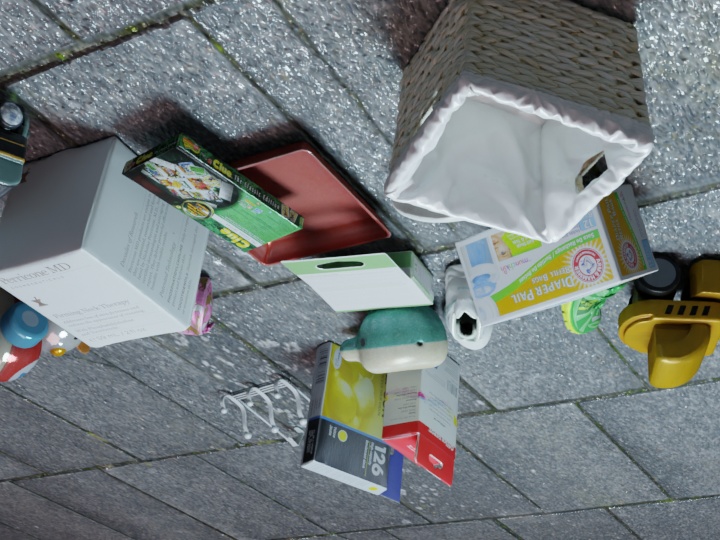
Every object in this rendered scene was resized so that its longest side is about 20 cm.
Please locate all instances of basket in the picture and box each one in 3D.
[{"bbox_3d":[0.151,-0.155,1.103,0.200,0.161,0.198,16,149,-14],"label":"basket"}]

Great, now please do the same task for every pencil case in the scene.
[{"bbox_3d":[-0.306,0.042,1.609,0.199,0.083,0.087,6,149,0],"label":"pencil case"}]

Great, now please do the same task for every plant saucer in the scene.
[{"bbox_3d":[-0.092,-0.085,1.396,0.200,0.037,0.200,-13,144,29],"label":"plant saucer"}]

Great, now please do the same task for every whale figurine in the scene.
[{"bbox_3d":[0.042,0.092,1.632,0.159,0.104,0.200,-5,178,-21],"label":"whale figurine"}]

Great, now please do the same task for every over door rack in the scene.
[{"bbox_3d":[-0.125,0.259,1.959,0.148,0.067,0.200,-19,141,38],"label":"over door rack"}]

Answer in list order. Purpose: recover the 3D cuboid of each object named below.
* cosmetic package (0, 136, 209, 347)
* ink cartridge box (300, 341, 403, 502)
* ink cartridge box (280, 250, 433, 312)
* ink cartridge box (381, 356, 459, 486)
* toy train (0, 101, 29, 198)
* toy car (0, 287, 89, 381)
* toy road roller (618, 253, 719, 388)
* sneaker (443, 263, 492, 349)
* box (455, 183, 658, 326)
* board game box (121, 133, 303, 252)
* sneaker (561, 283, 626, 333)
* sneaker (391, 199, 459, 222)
[{"bbox_3d":[-0.320,-0.029,1.406,0.167,0.167,0.200,-12,144,29],"label":"cosmetic package"},{"bbox_3d":[0.007,0.238,1.768,0.200,0.198,0.047,25,146,-30],"label":"ink cartridge box"},{"bbox_3d":[0.000,0.000,1.483,0.145,0.048,0.200,-5,156,20],"label":"ink cartridge box"},{"bbox_3d":[0.092,0.216,1.709,0.067,0.200,0.116,-14,144,31],"label":"ink cartridge box"},{"bbox_3d":[-0.454,-0.123,1.317,0.085,0.114,0.200,22,147,-39],"label":"toy train"},{"bbox_3d":[-0.464,0.086,1.651,0.200,0.177,0.184,16,139,-41],"label":"toy car"},{"bbox_3d":[0.431,0.074,1.451,0.199,0.146,0.123,3,150,7],"label":"toy road roller"},{"bbox_3d":[0.145,0.070,1.572,0.070,0.080,0.200,-2,150,10],"label":"sneaker"},{"bbox_3d":[0.230,-0.017,1.340,0.200,0.113,0.101,-23,173,39],"label":"box"},{"bbox_3d":[-0.173,-0.088,1.348,0.105,0.024,0.200,-21,139,36],"label":"board game box"},{"bbox_3d":[0.302,0.024,1.464,0.083,0.074,0.200,3,150,15],"label":"sneaker"},{"bbox_3d":[0.138,-0.081,1.329,0.199,0.075,0.089,-3,160,14],"label":"sneaker"}]
